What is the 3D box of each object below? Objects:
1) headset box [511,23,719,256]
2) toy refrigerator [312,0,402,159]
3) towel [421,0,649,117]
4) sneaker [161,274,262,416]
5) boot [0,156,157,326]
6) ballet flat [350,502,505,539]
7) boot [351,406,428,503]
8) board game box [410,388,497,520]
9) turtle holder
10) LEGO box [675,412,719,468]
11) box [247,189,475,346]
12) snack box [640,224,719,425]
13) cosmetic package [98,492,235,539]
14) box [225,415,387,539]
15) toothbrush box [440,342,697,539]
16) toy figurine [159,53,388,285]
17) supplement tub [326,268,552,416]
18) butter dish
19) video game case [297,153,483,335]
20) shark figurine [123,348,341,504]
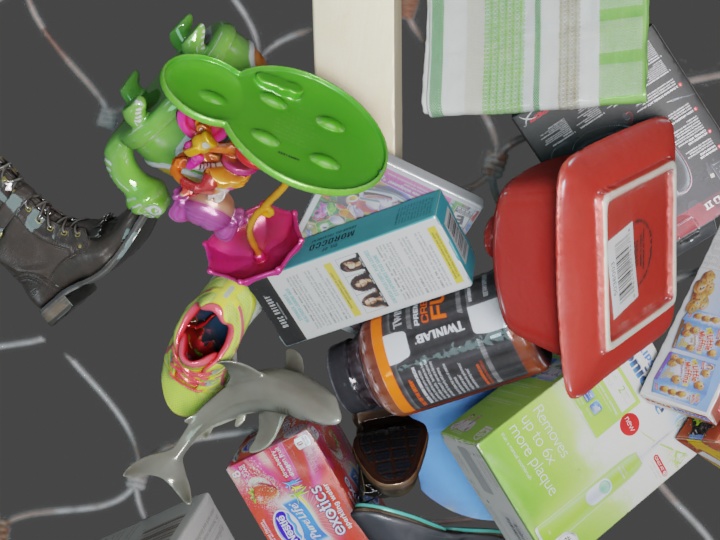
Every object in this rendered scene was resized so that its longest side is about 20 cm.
[{"bbox_3d":[0.254,-0.102,0.998,0.149,0.075,0.200,-34,97,15],"label":"headset box"},{"bbox_3d":[0.000,-0.172,1.021,0.076,0.070,0.200,1,108,8],"label":"toy refrigerator"},{"bbox_3d":[0.155,-0.211,0.965,0.200,0.031,0.149,1,83,22],"label":"towel"},{"bbox_3d":[-0.162,0.079,1.083,0.078,0.090,0.200,29,123,5],"label":"sneaker"},{"bbox_3d":[-0.319,-0.054,1.098,0.200,0.069,0.174,-41,96,17],"label":"boot"},{"bbox_3d":[0.071,0.278,1.073,0.200,0.073,0.073,21,110,-37],"label":"ballet flat"},{"bbox_3d":[0.031,0.191,1.043,0.075,0.200,0.097,-8,106,-1],"label":"boot"},{"bbox_3d":[0.130,0.151,1.099,0.158,0.039,0.200,-10,95,12],"label":"board game box"},{"bbox_3d":[-0.154,-0.136,1.012,0.132,0.141,0.186,40,74,-24],"label":"turtle holder"},{"bbox_3d":[0.417,0.145,0.995,0.200,0.077,0.149,33,79,-7],"label":"LEGO box"},{"bbox_3d":[0.000,0.000,1.012,0.200,0.049,0.082,-19,119,22],"label":"box"},{"bbox_3d":[0.328,0.038,0.983,0.024,0.072,0.200,40,74,-42],"label":"snack box"},{"bbox_3d":[-0.201,0.378,1.136,0.166,0.167,0.200,-26,98,13],"label":"cosmetic package"},{"bbox_3d":[-0.039,0.248,1.117,0.100,0.095,0.200,-28,98,13],"label":"box"},{"bbox_3d":[0.201,0.157,1.018,0.200,0.086,0.146,-34,101,-18],"label":"toothbrush box"},{"bbox_3d":[-0.104,-0.070,0.944,0.200,0.150,0.184,20,132,-15],"label":"toy figurine"},{"bbox_3d":[0.071,0.074,1.024,0.200,0.107,0.107,-20,100,16],"label":"supplement tub"},{"bbox_3d":[0.173,-0.022,0.921,0.148,0.199,0.200,10,114,38],"label":"butter dish"},{"bbox_3d":[0.008,-0.021,1.039,0.143,0.018,0.200,24,127,-8],"label":"video game case"},{"bbox_3d":[-0.130,0.128,1.063,0.214,0.128,0.090,-25,134,13],"label":"shark figurine"}]
